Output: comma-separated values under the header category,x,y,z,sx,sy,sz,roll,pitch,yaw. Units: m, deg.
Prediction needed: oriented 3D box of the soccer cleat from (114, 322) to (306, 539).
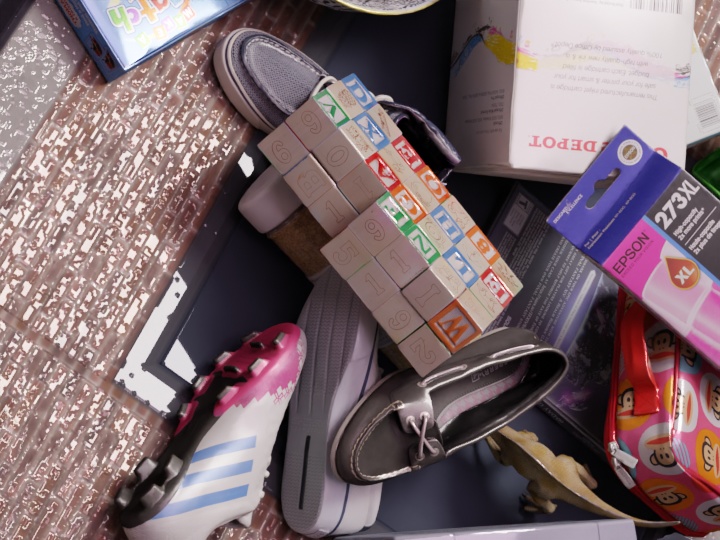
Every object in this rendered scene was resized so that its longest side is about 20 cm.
category,x,y,z,sx,sy,sz,roll,pitch,yaw
soccer cleat,-0.092,0.127,1.488,0.086,0.070,0.200,52,59,-24

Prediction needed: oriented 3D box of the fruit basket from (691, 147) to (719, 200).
category,x,y,z,sx,sy,sz,roll,pitch,yaw
fruit basket,0.359,-0.102,1.724,0.155,0.216,0.216,-31,93,0

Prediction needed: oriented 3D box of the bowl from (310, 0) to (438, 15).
category,x,y,z,sx,sy,sz,roll,pitch,yaw
bowl,-0.019,-0.274,1.631,0.200,0.094,0.201,10,70,-29

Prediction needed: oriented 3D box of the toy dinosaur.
category,x,y,z,sx,sy,sz,roll,pitch,yaw
toy dinosaur,0.143,0.154,1.587,0.200,0.101,0.058,37,84,17

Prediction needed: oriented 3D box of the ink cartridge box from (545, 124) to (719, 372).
category,x,y,z,sx,sy,sz,roll,pitch,yaw
ink cartridge box,0.241,-0.008,1.575,0.200,0.037,0.095,39,91,-11

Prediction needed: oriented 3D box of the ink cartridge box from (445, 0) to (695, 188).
category,x,y,z,sx,sy,sz,roll,pitch,yaw
ink cartridge box,0.159,-0.168,1.637,0.147,0.145,0.200,5,89,-18

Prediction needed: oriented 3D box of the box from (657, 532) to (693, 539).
category,x,y,z,sx,sy,sz,roll,pitch,yaw
box,0.259,0.321,1.519,0.124,0.196,0.200,-16,111,-32

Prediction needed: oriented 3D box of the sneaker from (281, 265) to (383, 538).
category,x,y,z,sx,sy,sz,roll,pitch,yaw
sneaker,-0.010,0.093,1.533,0.071,0.073,0.200,9,91,-43

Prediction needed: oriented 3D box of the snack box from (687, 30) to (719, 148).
category,x,y,z,sx,sy,sz,roll,pitch,yaw
snack box,0.213,-0.186,1.743,0.116,0.037,0.200,-21,86,6

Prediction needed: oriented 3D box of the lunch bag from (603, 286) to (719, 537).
category,x,y,z,sx,sy,sz,roll,pitch,yaw
lunch bag,0.254,0.091,1.649,0.176,0.082,0.200,38,49,-38

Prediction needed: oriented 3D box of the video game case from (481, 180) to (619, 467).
category,x,y,z,sx,sy,sz,roll,pitch,yaw
video game case,0.164,0.044,1.691,0.200,0.019,0.143,40,59,-17

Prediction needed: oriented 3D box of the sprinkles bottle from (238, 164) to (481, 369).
category,x,y,z,sx,sy,sz,roll,pitch,yaw
sprinkles bottle,0.000,0.000,1.575,0.200,0.068,0.068,46,57,-12

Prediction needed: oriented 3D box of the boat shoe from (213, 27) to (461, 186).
category,x,y,z,sx,sy,sz,roll,pitch,yaw
boat shoe,-0.012,-0.119,1.588,0.200,0.093,0.075,39,59,-16

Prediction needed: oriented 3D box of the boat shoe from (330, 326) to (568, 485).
category,x,y,z,sx,sy,sz,roll,pitch,yaw
boat shoe,0.066,0.095,1.512,0.200,0.057,0.067,-29,115,-34

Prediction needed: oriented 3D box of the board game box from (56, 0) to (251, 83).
category,x,y,z,sx,sy,sz,roll,pitch,yaw
board game box,-0.177,-0.258,1.564,0.151,0.037,0.200,-35,94,-34

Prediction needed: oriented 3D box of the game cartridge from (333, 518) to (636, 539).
category,x,y,z,sx,sy,sz,roll,pitch,yaw
game cartridge,0.089,0.200,1.521,0.200,0.133,0.041,-1,80,-27

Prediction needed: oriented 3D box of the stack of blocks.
category,x,y,z,sx,sy,sz,roll,pitch,yaw
stack of blocks,0.019,-0.034,1.501,0.200,0.059,0.115,51,25,0
